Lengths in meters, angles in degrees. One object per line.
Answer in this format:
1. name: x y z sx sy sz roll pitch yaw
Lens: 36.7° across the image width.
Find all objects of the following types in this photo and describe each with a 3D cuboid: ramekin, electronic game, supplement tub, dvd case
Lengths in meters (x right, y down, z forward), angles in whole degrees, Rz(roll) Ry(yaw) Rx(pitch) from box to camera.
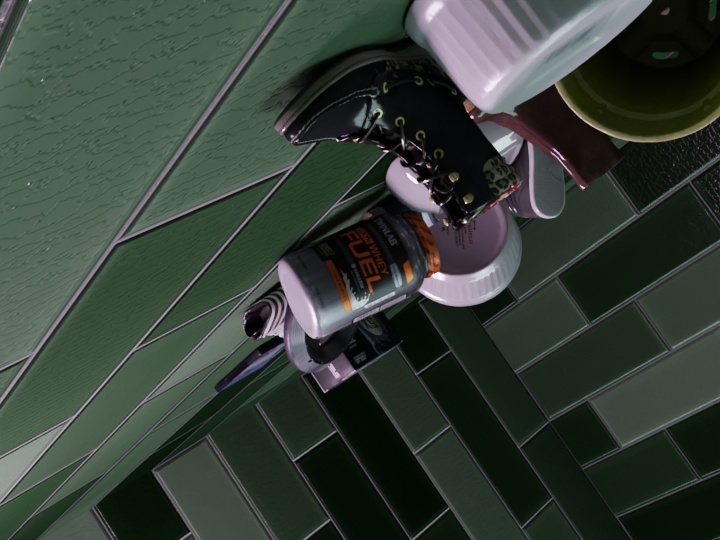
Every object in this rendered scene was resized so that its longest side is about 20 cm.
1. ramekin: 0.142 -0.213 0.856 0.200 0.098 0.200 -35 173 -5
2. ramekin: 0.156 -0.051 1.724 0.202 0.203 0.094 -34 161 -4
3. electronic game: -0.051 0.055 1.615 0.200 0.041 0.201 -38 136 -47
4. supplement tub: 0.000 0.000 1.465 0.199 0.123 0.123 -26 171 -16
5. dvd case: -0.212 0.185 2.287 0.142 0.018 0.200 -28 171 -45

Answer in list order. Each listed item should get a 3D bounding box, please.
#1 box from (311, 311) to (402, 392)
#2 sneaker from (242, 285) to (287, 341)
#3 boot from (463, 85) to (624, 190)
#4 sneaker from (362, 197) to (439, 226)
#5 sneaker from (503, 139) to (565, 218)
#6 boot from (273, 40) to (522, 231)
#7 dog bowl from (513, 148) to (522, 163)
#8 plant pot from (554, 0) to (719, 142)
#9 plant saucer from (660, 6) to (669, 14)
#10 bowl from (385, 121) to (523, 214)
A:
1. box: -0.036 0.110 1.995 0.086 0.164 0.200 -38 173 29
2. sneaker: -0.136 0.073 1.697 0.115 0.076 0.201 -25 162 -19
3. boot: 0.218 -0.167 1.271 0.200 0.167 0.072 -29 172 -42
4. sneaker: 0.052 -0.060 1.633 0.108 0.070 0.200 -31 170 -17
5. sneaker: 0.235 -0.163 1.489 0.070 0.202 0.099 8 170 -22
6. boot: 0.039 -0.101 0.878 0.203 0.154 0.073 -28 171 -47
7. dog bowl: 0.209 -0.173 1.611 0.200 0.074 0.200 -35 173 -5
8. plant pot: 0.303 -0.252 1.107 0.200 0.201 0.184 -39 -176 30
9. plant saucer: 0.387 -0.335 1.544 0.200 0.030 0.200 -36 174 -4
10. bowl: 0.133 -0.147 1.410 0.199 0.075 0.200 -35 172 -4
